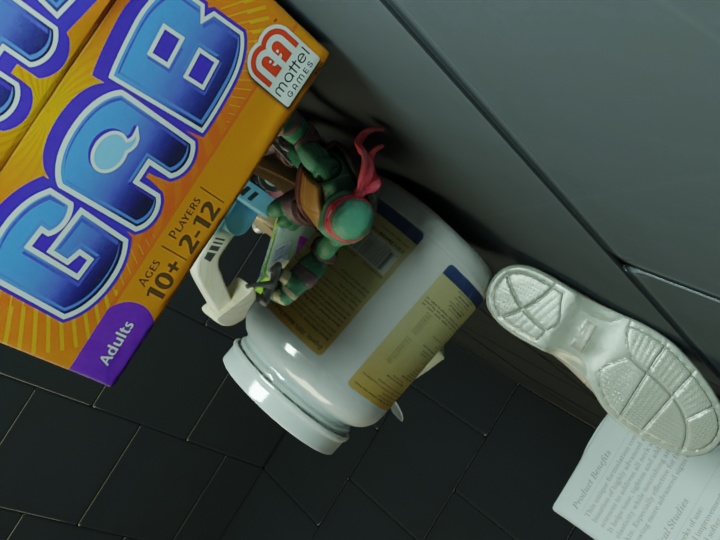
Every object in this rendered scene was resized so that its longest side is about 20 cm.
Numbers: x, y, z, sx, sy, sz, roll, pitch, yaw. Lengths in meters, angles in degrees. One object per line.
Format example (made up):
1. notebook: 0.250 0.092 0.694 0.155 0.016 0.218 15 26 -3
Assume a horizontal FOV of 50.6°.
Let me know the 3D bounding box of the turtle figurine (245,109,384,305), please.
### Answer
1. turtle figurine: -0.037 -0.050 0.531 0.101 0.150 0.200 -4 -161 -13

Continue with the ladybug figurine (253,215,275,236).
1. ladybug figurine: -0.132 -0.098 1.081 0.200 0.072 0.136 38 -179 -40

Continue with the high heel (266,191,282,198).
1. high heel: -0.154 -0.127 0.988 0.200 0.067 0.096 18 163 14

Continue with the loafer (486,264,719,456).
1. loafer: 0.191 0.061 0.591 0.200 0.072 0.063 38 -164 16

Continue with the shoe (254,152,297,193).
1. shoe: -0.048 -0.090 0.679 0.070 0.053 0.200 8 166 46

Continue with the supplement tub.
1. supplement tub: -0.003 0.037 0.634 0.144 0.200 0.144 42 179 1

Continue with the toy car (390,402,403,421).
1. toy car: 0.042 0.099 1.043 0.158 0.200 0.164 -10 -177 1

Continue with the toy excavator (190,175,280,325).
1. toy excavator: -0.157 -0.057 0.833 0.100 0.200 0.194 30 176 42

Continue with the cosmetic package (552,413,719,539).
1. cosmetic package: 0.328 0.220 0.706 0.166 0.167 0.200 34 177 -44

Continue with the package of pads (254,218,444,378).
1. package of pads: 0.000 0.000 0.786 0.200 0.068 0.155 33 -141 -22

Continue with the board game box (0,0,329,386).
1. board game box: -0.183 -0.099 0.389 0.200 0.200 0.200 35 176 -39

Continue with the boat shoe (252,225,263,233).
1. boat shoe: -0.249 -0.125 1.978 0.200 0.069 0.071 28 174 46
